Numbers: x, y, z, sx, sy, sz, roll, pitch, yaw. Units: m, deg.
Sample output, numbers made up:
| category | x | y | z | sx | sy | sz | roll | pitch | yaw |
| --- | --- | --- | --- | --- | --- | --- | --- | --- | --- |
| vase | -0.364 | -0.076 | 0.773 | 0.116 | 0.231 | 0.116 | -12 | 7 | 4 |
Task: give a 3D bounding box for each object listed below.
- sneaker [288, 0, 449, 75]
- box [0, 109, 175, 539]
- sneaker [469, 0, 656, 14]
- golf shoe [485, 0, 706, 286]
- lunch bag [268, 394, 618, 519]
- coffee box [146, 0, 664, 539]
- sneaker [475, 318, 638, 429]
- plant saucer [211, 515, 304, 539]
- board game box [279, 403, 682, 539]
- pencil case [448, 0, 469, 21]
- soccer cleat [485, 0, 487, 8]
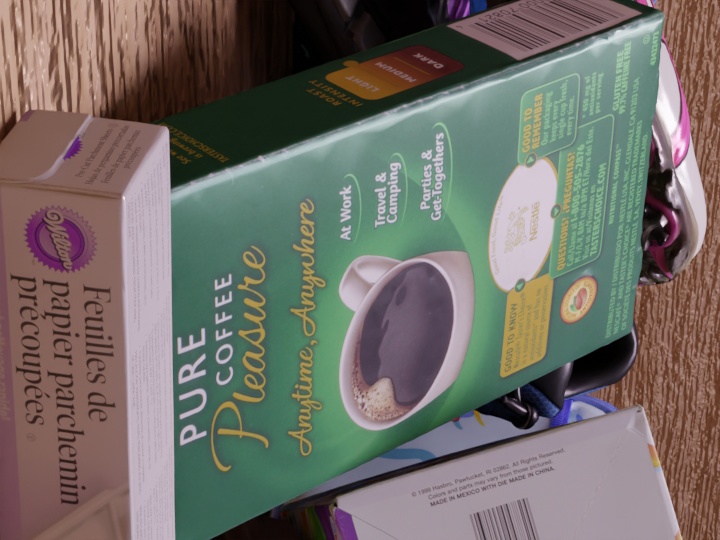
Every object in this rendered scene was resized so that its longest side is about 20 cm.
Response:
| category | x | y | z | sx | sy | sz | roll | pitch | yaw |
| --- | --- | --- | --- | --- | --- | --- | --- | --- | --- |
| sneaker | 0.000 | -0.074 | 0.812 | 0.200 | 0.079 | 0.076 | 55 | 46 | -48 |
| box | -0.072 | 0.056 | 0.571 | 0.042 | 0.038 | 0.201 | -69 | 164 | -57 |
| sneaker | 0.102 | -0.137 | 0.906 | 0.074 | 0.082 | 0.201 | -17 | 138 | -29 |
| golf shoe | 0.077 | -0.094 | 0.754 | 0.092 | 0.072 | 0.201 | -34 | 102 | -41 |
| lunch bag | 0.036 | 0.142 | 0.909 | 0.083 | 0.160 | 0.201 | 78 | 23 | -64 |
| coffee box | 0.007 | -0.006 | 0.655 | 0.199 | 0.044 | 0.124 | -24 | 130 | -34 |
| sneaker | 0.030 | 0.011 | 0.768 | 0.199 | 0.089 | 0.079 | 5 | 94 | -48 |
| plant saucer | -0.013 | 0.173 | 0.756 | 0.200 | 0.029 | 0.201 | 163 | -90 | -80 |
| board game box | 0.041 | 0.115 | 0.750 | 0.200 | 0.104 | 0.104 | 134 | -60 | -81 |
| pencil case | 0.048 | -0.083 | 1.015 | 0.086 | 0.083 | 0.201 | 90 | 13 | -47 |
| soccer cleat | 0.065 | -0.167 | 0.842 | 0.076 | 0.066 | 0.201 | 116 | -33 | -77 |
